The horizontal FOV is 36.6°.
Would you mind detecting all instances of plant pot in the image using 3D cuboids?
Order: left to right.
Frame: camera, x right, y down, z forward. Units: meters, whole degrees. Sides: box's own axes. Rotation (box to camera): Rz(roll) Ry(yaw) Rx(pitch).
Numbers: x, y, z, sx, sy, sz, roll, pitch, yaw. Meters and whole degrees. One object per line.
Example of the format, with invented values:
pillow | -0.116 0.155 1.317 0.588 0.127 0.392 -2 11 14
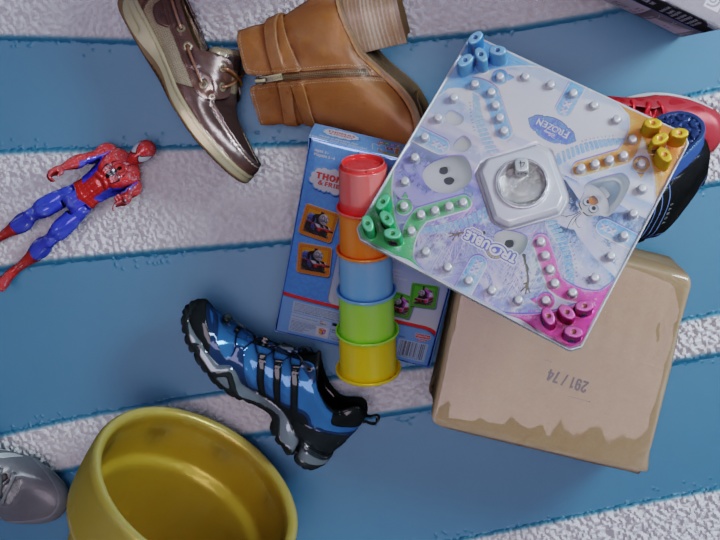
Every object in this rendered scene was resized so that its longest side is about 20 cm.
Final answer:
plant pot | -0.184 0.260 0.985 0.200 0.201 0.189 31 114 -1

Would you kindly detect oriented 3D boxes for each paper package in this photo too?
paper package | 0.174 0.062 0.977 0.199 0.103 0.192 12 97 2

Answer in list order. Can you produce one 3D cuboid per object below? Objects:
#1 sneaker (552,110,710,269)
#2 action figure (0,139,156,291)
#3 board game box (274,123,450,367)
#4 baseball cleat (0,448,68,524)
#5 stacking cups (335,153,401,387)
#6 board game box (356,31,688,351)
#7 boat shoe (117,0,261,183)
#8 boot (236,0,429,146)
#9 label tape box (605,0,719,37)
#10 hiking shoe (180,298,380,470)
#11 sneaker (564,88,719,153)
sneaker | 0.215 -0.044 0.905 0.200 0.070 0.078 -37 137 -7
action figure | -0.271 -0.056 0.989 0.199 0.099 0.065 -36 96 4
board game box | 0.012 -0.018 0.973 0.150 0.037 0.201 13 121 1
baseball cleat | -0.375 0.194 1.020 0.199 0.106 0.070 22 93 -2
stacking cups | 0.000 0.000 0.933 0.060 0.061 0.201 -3 116 3
board game box | 0.127 -0.069 0.856 0.199 0.026 0.201 28 78 13
boat shoe | -0.138 -0.176 0.979 0.072 0.072 0.201 -31 89 8
boot | -0.019 -0.146 0.982 0.154 0.074 0.201 -11 102 14
label tape box | 0.210 -0.267 0.911 0.199 0.144 0.064 25 100 0
hiking shoe | -0.077 0.089 1.008 0.087 0.074 0.200 -41 105 15
sneaker | 0.224 -0.118 0.943 0.198 0.116 0.079 -2 97 3
